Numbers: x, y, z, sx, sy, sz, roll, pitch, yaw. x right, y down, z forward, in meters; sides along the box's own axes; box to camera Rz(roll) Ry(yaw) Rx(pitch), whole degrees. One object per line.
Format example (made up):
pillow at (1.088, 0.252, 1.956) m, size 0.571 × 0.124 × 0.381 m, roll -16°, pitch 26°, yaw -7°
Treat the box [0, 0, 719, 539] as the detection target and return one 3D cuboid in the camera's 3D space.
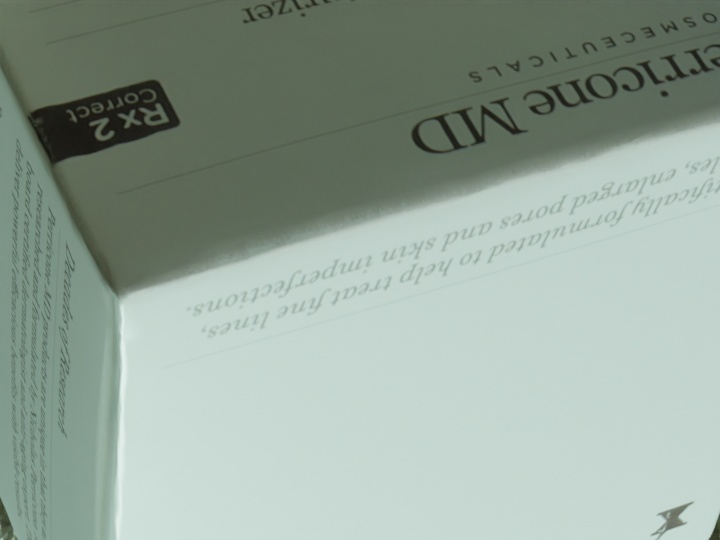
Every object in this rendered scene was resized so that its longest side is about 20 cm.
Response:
box at (0.000, 0.000, 0.782) m, size 0.198 × 0.131 × 0.200 m, roll -16°, pitch 143°, yaw -19°
